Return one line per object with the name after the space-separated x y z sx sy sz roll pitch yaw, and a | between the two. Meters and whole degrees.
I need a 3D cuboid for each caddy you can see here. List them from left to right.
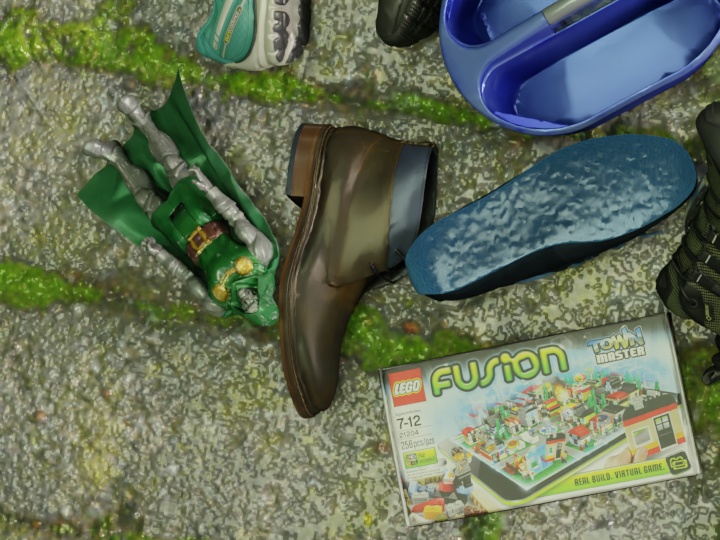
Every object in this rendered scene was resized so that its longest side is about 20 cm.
0.150 -0.170 1.335 0.199 0.105 0.142 -28 82 10 | caddy

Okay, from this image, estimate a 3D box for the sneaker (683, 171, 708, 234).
0.279 -0.097 1.335 0.072 0.073 0.200 29 108 -16 | sneaker

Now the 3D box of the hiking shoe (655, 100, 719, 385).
0.231 -0.010 1.298 0.100 0.076 0.201 -14 115 16 | hiking shoe

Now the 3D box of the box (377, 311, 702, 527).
0.119 0.100 1.369 0.199 0.035 0.111 -12 85 12 | box

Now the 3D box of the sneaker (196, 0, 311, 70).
-0.080 -0.239 1.407 0.079 0.077 0.201 3 89 21 | sneaker

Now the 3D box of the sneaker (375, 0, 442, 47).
0.040 -0.249 1.388 0.090 0.076 0.201 15 84 22 | sneaker

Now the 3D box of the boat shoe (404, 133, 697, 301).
0.125 -0.038 1.359 0.199 0.069 0.085 -16 76 10 | boat shoe

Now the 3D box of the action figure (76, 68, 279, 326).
-0.113 -0.034 1.387 0.118 0.055 0.200 -52 59 17 | action figure

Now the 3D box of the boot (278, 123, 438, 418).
0.000 0.000 1.379 0.096 0.075 0.201 1 86 15 | boot
